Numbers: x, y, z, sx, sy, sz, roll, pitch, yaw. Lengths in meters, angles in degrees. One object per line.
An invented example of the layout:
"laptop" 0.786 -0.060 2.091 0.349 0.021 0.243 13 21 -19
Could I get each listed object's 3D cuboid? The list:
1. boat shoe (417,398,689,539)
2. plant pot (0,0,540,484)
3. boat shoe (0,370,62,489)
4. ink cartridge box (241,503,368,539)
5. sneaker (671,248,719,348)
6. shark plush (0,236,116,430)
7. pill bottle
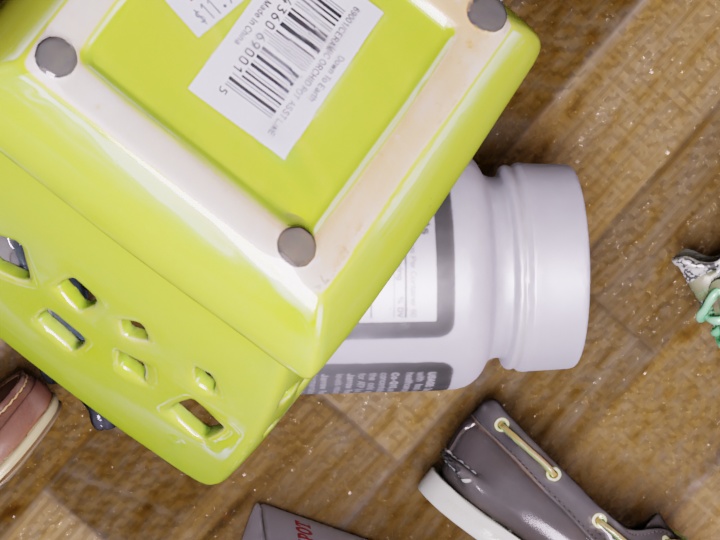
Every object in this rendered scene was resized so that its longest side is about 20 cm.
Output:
"boat shoe" 0.125 0.140 1.121 0.201 0.072 0.061 35 91 3
"plant pot" -0.057 -0.060 0.910 0.199 0.181 0.200 38 67 -6
"boat shoe" -0.233 0.107 1.092 0.200 0.072 0.068 -36 103 4
"ink cartridge box" 0.033 0.196 1.094 0.199 0.146 0.086 19 99 -8
"sneaker" 0.191 0.019 1.127 0.088 0.077 0.201 14 93 6
"shark plush" -0.141 -0.020 1.085 0.083 0.091 0.201 -25 97 -32
"pill bottle" 0.000 0.000 1.075 0.199 0.114 0.115 -1 100 -6
